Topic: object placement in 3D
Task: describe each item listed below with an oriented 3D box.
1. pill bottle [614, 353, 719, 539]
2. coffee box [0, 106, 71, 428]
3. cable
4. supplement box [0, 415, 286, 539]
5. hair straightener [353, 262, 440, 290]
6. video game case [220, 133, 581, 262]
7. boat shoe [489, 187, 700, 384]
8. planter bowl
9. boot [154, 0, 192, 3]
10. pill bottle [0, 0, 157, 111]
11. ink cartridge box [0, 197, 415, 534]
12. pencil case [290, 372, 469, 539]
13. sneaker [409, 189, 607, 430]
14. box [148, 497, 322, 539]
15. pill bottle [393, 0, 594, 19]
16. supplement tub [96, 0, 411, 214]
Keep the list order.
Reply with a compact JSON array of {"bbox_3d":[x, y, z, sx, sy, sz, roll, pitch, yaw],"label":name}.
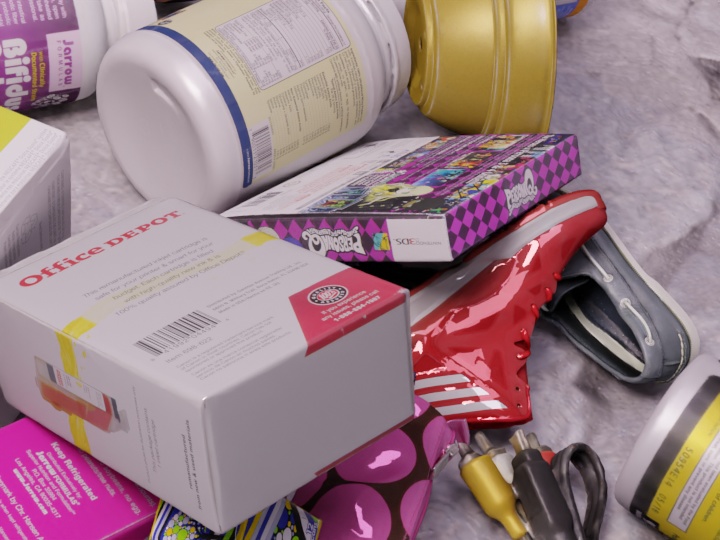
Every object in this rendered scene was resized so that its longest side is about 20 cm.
[{"bbox_3d":[0.269,0.149,1.025,0.200,0.115,0.114,32,49,19],"label":"pill bottle"},{"bbox_3d":[-0.305,0.012,0.975,0.197,0.200,0.200,22,47,10],"label":"coffee box"},{"bbox_3d":[0.126,0.182,1.031,0.097,0.050,0.201,2,57,-33],"label":"cable"},{"bbox_3d":[-0.148,0.138,0.957,0.200,0.101,0.103,-23,54,-30],"label":"supplement box"},{"bbox_3d":[0.000,0.000,1.159,0.199,0.041,0.077,9,46,-3],"label":"hair straightener"},{"bbox_3d":[0.029,-0.051,1.124,0.181,0.036,0.200,0,18,32],"label":"video game case"},{"bbox_3d":[0.149,0.005,1.159,0.200,0.073,0.062,45,39,22],"label":"boat shoe"},{"bbox_3d":[0.079,-0.169,1.226,0.083,0.201,0.201,-2,48,-10],"label":"planter bowl"},{"bbox_3d":[-0.115,-0.266,1.280,0.075,0.200,0.097,-16,96,-34],"label":"boot"},{"bbox_3d":[-0.256,-0.174,1.222,0.199,0.112,0.112,-13,51,-22],"label":"pill bottle"},{"bbox_3d":[-0.090,0.043,0.901,0.145,0.084,0.200,-28,35,-36],"label":"ink cartridge box"},{"bbox_3d":[-0.002,0.159,0.975,0.093,0.091,0.200,9,48,15],"label":"pencil case"},{"bbox_3d":[0.104,0.038,1.110,0.200,0.078,0.116,-33,84,-9],"label":"sneaker"},{"bbox_3d":[-0.085,0.213,0.862,0.064,0.070,0.201,-3,63,34],"label":"box"},{"bbox_3d":[0.091,-0.252,1.367,0.199,0.112,0.112,-13,51,-22],"label":"pill bottle"},{"bbox_3d":[-0.074,-0.136,1.200,0.200,0.145,0.145,-32,60,-34],"label":"supplement tub"}]
